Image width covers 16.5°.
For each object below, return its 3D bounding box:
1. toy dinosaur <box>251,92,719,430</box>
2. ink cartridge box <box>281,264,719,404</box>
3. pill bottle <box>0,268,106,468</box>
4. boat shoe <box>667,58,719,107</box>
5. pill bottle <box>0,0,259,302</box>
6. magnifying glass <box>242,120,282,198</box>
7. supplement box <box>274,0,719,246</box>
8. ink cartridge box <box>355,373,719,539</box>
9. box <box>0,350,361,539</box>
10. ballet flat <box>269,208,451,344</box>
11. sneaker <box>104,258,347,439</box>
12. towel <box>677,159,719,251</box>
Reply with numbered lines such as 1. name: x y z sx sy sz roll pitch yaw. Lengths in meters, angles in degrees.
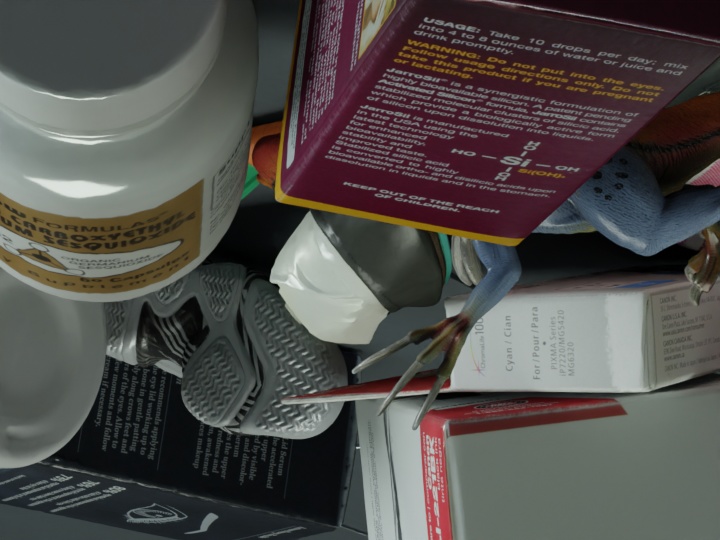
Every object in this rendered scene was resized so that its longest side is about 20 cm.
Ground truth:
1. toy dinosaur: 0.059 -0.042 0.911 0.180 0.201 0.105 25 -170 -11
2. ink cartridge box: 0.086 0.026 1.103 0.175 0.045 0.200 -3 -178 29
3. pill bottle: -0.224 0.030 1.154 0.199 0.112 0.111 2 164 38
4. boat shoe: 0.138 -0.086 0.754 0.066 0.075 0.199 26 149 -20
5. pill bottle: -0.092 -0.067 0.854 0.113 0.115 0.200 8 164 -2
6. magnifying glass: -0.057 -0.050 1.078 0.079 0.023 0.199 22 161 -40
7. supplement box: 0.039 -0.090 0.720 0.085 0.111 0.200 10 164 -10
8. ink cartridge box: 0.086 0.091 1.101 0.143 0.084 0.200 -6 -179 -11
9. box: -0.120 0.089 1.431 0.199 0.105 0.148 14 163 -25
10. ballet flat: 0.000 0.000 1.058 0.068 0.068 0.200 50 176 6
11. sneaker: -0.047 0.036 1.220 0.114 0.076 0.199 16 -175 -41
12. towel: 0.128 -0.035 1.021 0.198 0.030 0.146 10 165 -8
